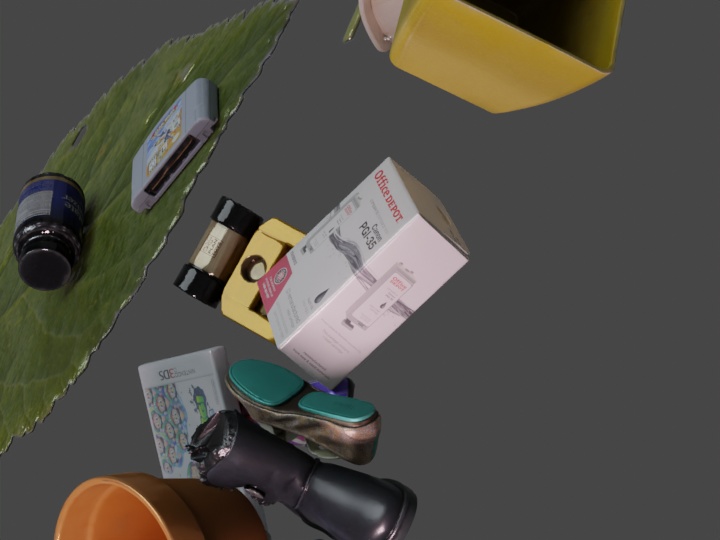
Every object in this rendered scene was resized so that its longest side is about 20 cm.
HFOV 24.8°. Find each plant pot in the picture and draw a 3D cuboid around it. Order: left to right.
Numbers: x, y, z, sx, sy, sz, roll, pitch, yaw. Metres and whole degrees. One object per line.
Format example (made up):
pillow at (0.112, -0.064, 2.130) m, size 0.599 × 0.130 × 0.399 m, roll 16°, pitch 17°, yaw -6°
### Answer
plant pot at (-0.179, 0.282, 1.572) m, size 0.199 × 0.139 × 0.202 m, roll 10°, pitch 104°, yaw 43°
plant pot at (0.135, -0.271, 1.633) m, size 0.176 × 0.199 × 0.201 m, roll -42°, pitch 29°, yaw 56°

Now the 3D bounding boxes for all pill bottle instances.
pill bottle at (-0.508, -0.061, 2.673) m, size 0.112 × 0.111 × 0.201 m, roll -47°, pitch 29°, yaw 26°

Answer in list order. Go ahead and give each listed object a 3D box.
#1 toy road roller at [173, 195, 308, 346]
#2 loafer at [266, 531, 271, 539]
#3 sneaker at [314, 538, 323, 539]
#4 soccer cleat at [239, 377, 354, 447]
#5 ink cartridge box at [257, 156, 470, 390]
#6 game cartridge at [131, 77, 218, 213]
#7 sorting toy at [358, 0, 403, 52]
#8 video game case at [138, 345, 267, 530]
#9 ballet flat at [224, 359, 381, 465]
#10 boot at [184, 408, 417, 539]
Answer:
toy road roller at (-0.099, 0.011, 1.873) m, size 0.199 × 0.146 × 0.123 m, roll 28°, pitch 87°, yaw 27°
loafer at (-0.165, 0.293, 1.702) m, size 0.199 × 0.075 × 0.070 m, roll 4°, pitch 95°, yaw 54°
sneaker at (-0.079, 0.342, 1.524) m, size 0.200 × 0.082 × 0.074 m, roll -53°, pitch -14°, yaw -18°
soccer cleat at (-0.081, 0.147, 1.716) m, size 0.200 × 0.073 × 0.069 m, roll -25°, pitch 42°, yaw 51°
ink cartridge box at (0.000, 0.000, 1.669) m, size 0.200 × 0.083 × 0.147 m, roll -44°, pitch 28°, yaw 11°
game cartridge at (-0.285, -0.194, 2.489) m, size 0.200 × 0.041 × 0.134 m, roll -47°, pitch 33°, yaw 26°
sorting toy at (0.094, -0.373, 1.935) m, size 0.200 × 0.107 × 0.180 m, roll -16°, pitch 31°, yaw 56°
video game case at (-0.173, 0.190, 1.772) m, size 0.182 × 0.024 × 0.202 m, roll -15°, pitch 88°, yaw 56°
ballet flat at (-0.061, 0.147, 1.631) m, size 0.068 × 0.068 × 0.199 m, roll -28°, pitch 33°, yaw -37°
boot at (-0.061, 0.196, 1.521) m, size 0.200 × 0.168 × 0.077 m, roll 3°, pitch 66°, yaw 61°
